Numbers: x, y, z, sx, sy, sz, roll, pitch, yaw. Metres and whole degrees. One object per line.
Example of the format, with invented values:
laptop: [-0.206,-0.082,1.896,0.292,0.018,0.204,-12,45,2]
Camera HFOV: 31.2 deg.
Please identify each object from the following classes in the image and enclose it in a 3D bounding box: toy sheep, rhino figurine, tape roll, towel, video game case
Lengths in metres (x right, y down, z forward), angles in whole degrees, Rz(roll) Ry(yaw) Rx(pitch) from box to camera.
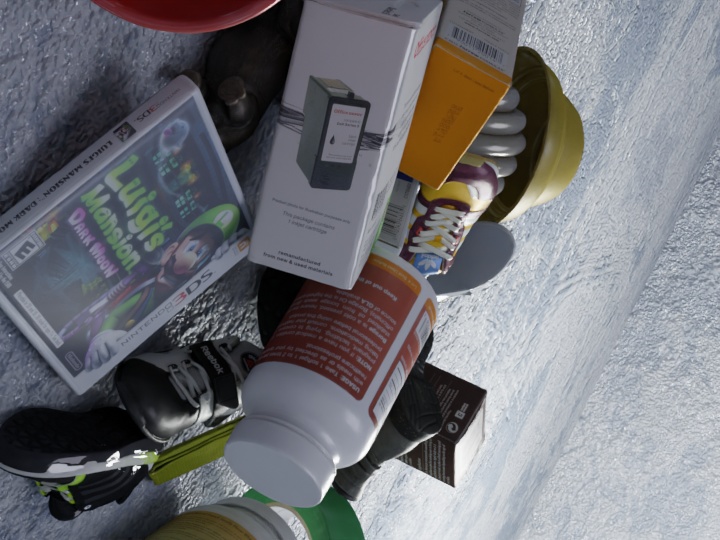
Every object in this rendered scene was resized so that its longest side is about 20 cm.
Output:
toy sheep: [0.107,-0.144,1.308,0.138,0.138,0.200,-25,123,-60]
rhino figurine: [-0.097,-0.122,0.925,0.200,0.060,0.087,-60,169,-3]
tape roll: [-0.074,0.308,1.279,0.048,0.200,0.201,16,100,-39]
towel: [-0.090,0.140,1.127,0.200,0.018,0.086,-23,161,-11]
video game case: [-0.159,-0.016,0.880,0.182,0.023,0.200,-42,153,-13]

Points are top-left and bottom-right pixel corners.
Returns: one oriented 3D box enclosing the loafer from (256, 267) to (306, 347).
loafer: [-0.042,-0.013,1.169,0.070,0.068,0.201,-11,120,-54]

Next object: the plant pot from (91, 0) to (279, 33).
plant pot: [-0.068,-0.247,0.703,0.177,0.200,0.201,-50,157,-59]

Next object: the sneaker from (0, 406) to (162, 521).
sneaker: [-0.208,0.153,0.954,0.083,0.072,0.200,-65,160,4]

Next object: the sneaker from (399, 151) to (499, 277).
sneaker: [0.078,-0.043,1.230,0.200,0.075,0.090,116,-11,-68]

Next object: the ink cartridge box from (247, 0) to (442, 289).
ink cartridge box: [-0.010,-0.108,0.962,0.146,0.084,0.200,-61,167,-69]

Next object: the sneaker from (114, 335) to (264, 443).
sneaker: [-0.126,0.084,1.034,0.088,0.074,0.200,-31,173,14]

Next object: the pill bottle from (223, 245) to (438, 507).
pill bottle: [-0.025,0.082,1.022,0.112,0.112,0.200,87,27,-51]

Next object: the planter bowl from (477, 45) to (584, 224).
planter bowl: [0.184,-0.135,1.393,0.200,0.083,0.201,-168,-90,-67]

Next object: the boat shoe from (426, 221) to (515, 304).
boat shoe: [0.075,0.009,1.378,0.202,0.075,0.086,-31,176,11]

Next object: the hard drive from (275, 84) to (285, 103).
hard drive: [0.003,-0.210,1.092,0.200,0.042,0.135,-63,159,-5]

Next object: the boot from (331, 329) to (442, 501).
boot: [0.006,0.110,1.223,0.131,0.068,0.200,-42,-146,31]

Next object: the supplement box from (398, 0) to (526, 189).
supplement box: [0.079,-0.182,1.116,0.126,0.073,0.200,-56,-169,38]

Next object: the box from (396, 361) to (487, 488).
box: [0.027,0.132,1.317,0.075,0.200,0.100,-56,159,-30]

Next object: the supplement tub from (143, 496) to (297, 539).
supplement tub: [-0.151,0.298,1.153,0.200,0.144,0.144,-28,139,-57]

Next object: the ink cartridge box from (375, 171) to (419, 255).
ink cartridge box: [0.000,0.000,1.217,0.200,0.041,0.200,-73,-175,-58]
